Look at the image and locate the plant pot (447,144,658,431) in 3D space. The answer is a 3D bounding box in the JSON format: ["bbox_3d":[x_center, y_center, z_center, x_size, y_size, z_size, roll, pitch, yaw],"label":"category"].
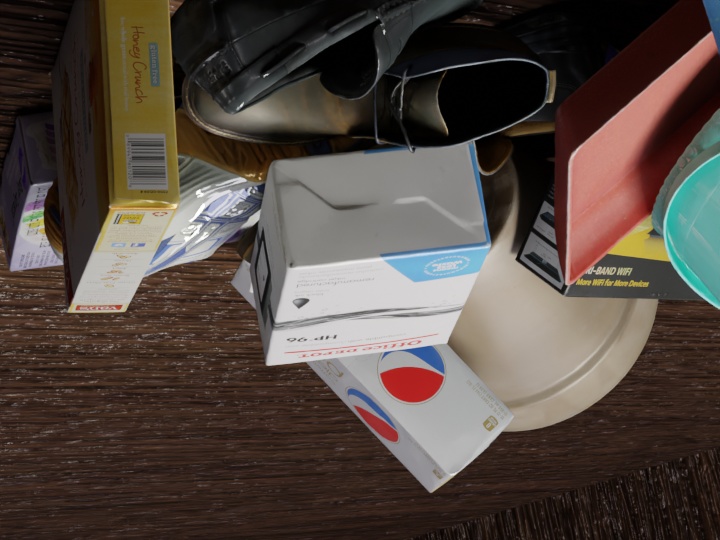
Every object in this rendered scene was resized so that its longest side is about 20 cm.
[{"bbox_3d":[0.086,-0.010,1.564,0.200,0.200,0.174,-15,151,19],"label":"plant pot"}]

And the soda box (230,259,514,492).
[{"bbox_3d":[0.007,0.052,1.510,0.064,0.200,0.068,-43,177,-18],"label":"soda box"}]

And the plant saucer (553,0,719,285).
[{"bbox_3d":[0.181,-0.099,1.324,0.200,0.037,0.200,-41,162,-11],"label":"plant saucer"}]

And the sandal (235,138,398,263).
[{"bbox_3d":[0.003,-0.048,1.368,0.200,0.054,0.080,-37,180,39],"label":"sandal"}]

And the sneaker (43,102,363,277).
[{"bbox_3d":[-0.086,-0.053,1.309,0.200,0.075,0.088,-23,153,-7],"label":"sneaker"}]

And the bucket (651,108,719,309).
[{"bbox_3d":[0.285,-0.044,1.389,0.207,0.135,0.207,-38,159,-18],"label":"bucket"}]

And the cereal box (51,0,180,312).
[{"bbox_3d":[-0.127,-0.071,1.158,0.039,0.144,0.200,-1,164,-15],"label":"cereal box"}]

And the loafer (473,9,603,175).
[{"bbox_3d":[0.066,-0.093,1.389,0.073,0.072,0.200,0,164,-43],"label":"loafer"}]

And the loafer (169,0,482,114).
[{"bbox_3d":[-0.009,-0.120,1.159,0.200,0.070,0.068,-18,165,-41],"label":"loafer"}]

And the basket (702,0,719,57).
[{"bbox_3d":[0.231,-0.133,1.127,0.139,0.177,0.200,-17,178,39],"label":"basket"}]

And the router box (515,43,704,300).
[{"bbox_3d":[0.211,-0.060,1.494,0.200,0.052,0.157,1,118,-44],"label":"router box"}]

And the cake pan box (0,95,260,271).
[{"bbox_3d":[-0.129,-0.059,1.425,0.184,0.052,0.200,-10,166,-17],"label":"cake pan box"}]

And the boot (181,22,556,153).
[{"bbox_3d":[0.008,-0.102,1.225,0.200,0.075,0.097,-8,-169,-13],"label":"boot"}]

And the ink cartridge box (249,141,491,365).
[{"bbox_3d":[0.000,0.000,1.315,0.116,0.068,0.200,-6,160,-9],"label":"ink cartridge box"}]
